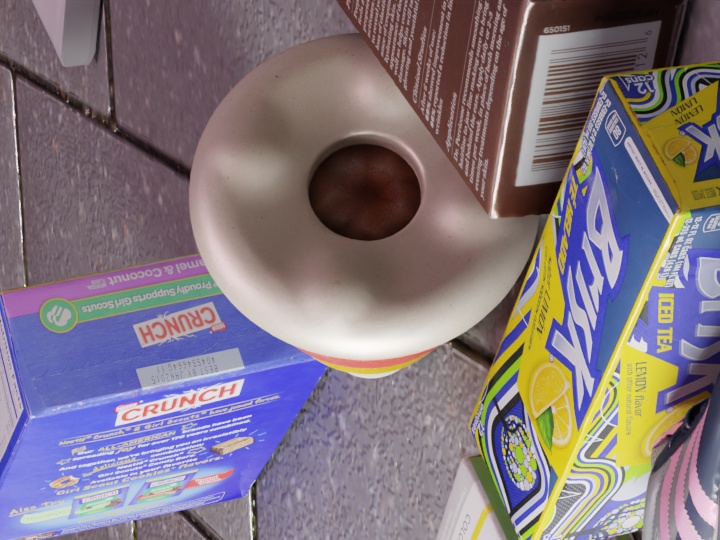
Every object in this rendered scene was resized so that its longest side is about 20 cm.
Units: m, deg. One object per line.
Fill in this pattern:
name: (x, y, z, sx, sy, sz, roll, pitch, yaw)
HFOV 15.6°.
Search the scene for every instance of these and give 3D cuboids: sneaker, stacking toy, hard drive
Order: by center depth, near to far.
sneaker: (0.127, 0.060, 0.890, 0.082, 0.070, 0.201, -125, 36, -46)
stacking toy: (0.000, 0.000, 1.158, 0.200, 0.145, 0.147, 93, 162, -67)
hard drive: (-0.209, -0.245, 1.723, 0.200, 0.026, 0.132, -118, 29, -44)

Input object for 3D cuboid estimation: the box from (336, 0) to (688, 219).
box: (0.049, -0.117, 1.033, 0.200, 0.075, 0.100, -123, 32, -46)

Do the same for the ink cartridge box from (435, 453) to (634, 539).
ink cartridge box: (0.089, 0.177, 1.041, 0.104, 0.059, 0.200, 104, 150, -44)

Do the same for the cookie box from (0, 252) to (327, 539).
cookie box: (-0.122, 0.069, 1.404, 0.200, 0.170, 0.075, 123, 132, -59)

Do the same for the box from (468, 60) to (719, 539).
box: (0.101, 0.016, 0.941, 0.200, 0.070, 0.064, 107, 146, -48)
